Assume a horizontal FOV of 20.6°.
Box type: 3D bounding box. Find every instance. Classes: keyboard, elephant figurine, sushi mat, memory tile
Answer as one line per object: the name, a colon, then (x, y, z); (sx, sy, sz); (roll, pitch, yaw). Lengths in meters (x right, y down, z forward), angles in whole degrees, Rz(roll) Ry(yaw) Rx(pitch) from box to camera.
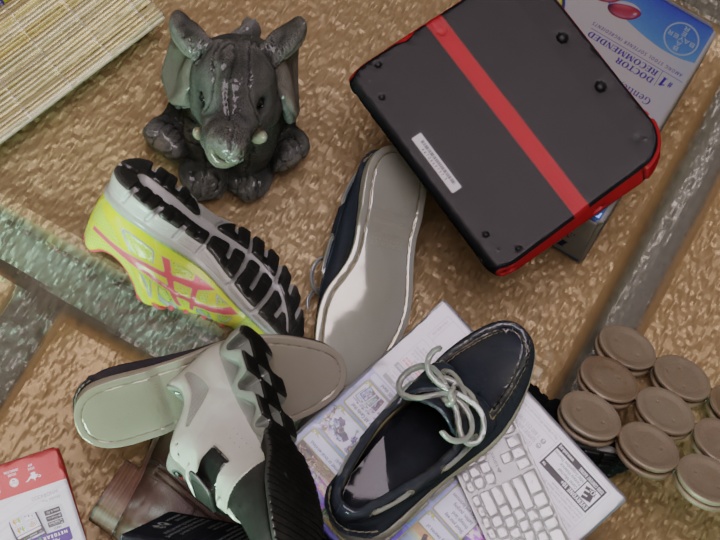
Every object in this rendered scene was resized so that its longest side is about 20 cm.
keyboard: (0.116, 0.183, 1.421); (0.056, 0.011, 0.201); (-24, 80, -4)
elephant figurine: (-0.094, -0.141, 1.522); (0.141, 0.200, 0.155); (-34, 78, -15)
sushi mat: (-0.261, -0.178, 1.590); (0.200, 0.012, 0.096); (-40, 80, -17)
memory tile: (0.255, 0.124, 1.525); (0.200, 0.017, 0.153); (29, 38, 6)

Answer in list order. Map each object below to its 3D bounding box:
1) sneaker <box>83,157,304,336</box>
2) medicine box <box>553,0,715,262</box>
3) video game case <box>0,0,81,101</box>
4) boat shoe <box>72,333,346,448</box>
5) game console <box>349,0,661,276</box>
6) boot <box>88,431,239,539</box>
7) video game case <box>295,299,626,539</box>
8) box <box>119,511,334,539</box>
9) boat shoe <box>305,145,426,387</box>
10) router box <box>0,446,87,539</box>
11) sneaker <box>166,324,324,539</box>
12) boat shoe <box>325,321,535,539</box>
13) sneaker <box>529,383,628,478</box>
sneaker: (-0.131, 0.003, 1.545); (0.200, 0.090, 0.078); (42, 28, -7)
medicine box: (0.155, -0.143, 1.599); (0.182, 0.103, 0.200); (31, 71, 5)
video game case: (-0.355, -0.206, 1.611); (0.180, 0.026, 0.200); (-33, 77, -15)
boat shoe: (-0.111, 0.080, 1.447); (0.199, 0.063, 0.073); (-11, 107, -6)
game console: (0.115, -0.118, 1.521); (0.177, 0.031, 0.200); (-35, 78, -9)
boot: (-0.075, 0.173, 1.495); (0.200, 0.064, 0.187); (33, 72, 3)
video game case: (0.061, 0.156, 1.455); (0.181, 0.045, 0.200); (-41, 81, -8)
box: (-0.071, 0.285, 1.377); (0.199, 0.117, 0.198); (7, 91, 10)
boat shoe: (0.000, 0.000, 1.556); (0.075, 0.062, 0.201); (13, 79, -18)
router box: (-0.289, 0.247, 1.453); (0.199, 0.049, 0.180); (-18, 74, -11)
sneaker: (-0.085, 0.139, 1.348); (0.088, 0.074, 0.200); (-29, 47, 13)
boat shoe: (0.051, 0.106, 1.391); (0.200, 0.062, 0.075); (-41, 73, -15)
sneaker: (0.119, 0.102, 1.531); (0.199, 0.076, 0.088); (12, 64, -2)
